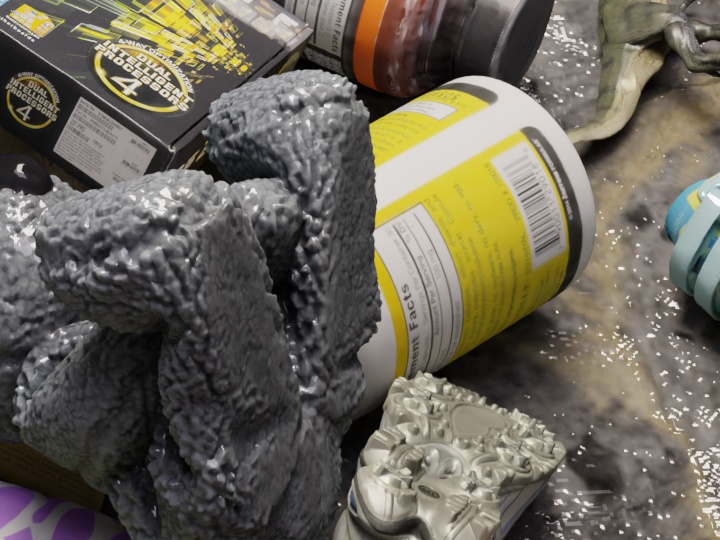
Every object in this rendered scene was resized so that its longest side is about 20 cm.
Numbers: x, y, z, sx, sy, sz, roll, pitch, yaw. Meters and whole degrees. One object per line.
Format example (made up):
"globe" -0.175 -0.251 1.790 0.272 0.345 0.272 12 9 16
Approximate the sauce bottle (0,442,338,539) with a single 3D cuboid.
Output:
"sauce bottle" -0.099 0.083 1.228 0.200 0.065 0.065 26 46 14

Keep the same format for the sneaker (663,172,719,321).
"sneaker" 0.179 0.023 1.331 0.130 0.080 0.200 28 37 15

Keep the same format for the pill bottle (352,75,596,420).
"pill bottle" 0.000 0.000 1.295 0.200 0.111 0.111 -29 56 -34

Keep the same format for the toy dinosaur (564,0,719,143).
"toy dinosaur" 0.156 -0.121 1.498 0.088 0.048 0.200 2 43 13

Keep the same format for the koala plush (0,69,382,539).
"koala plush" -0.110 0.024 1.144 0.199 0.184 0.177 5 23 24

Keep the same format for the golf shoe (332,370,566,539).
"golf shoe" 0.024 0.105 1.219 0.078 0.097 0.200 27 18 11

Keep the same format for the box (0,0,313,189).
"box" -0.139 -0.120 1.330 0.200 0.049 0.161 34 30 6

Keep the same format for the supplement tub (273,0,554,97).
"supplement tub" -0.006 -0.153 1.459 0.200 0.107 0.107 25 46 15

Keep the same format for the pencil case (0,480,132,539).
"pencil case" -0.126 0.127 1.168 0.200 0.084 0.085 23 21 12

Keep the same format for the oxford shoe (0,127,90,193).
"oxford shoe" -0.132 -0.031 1.349 0.075 0.071 0.200 -16 42 0
